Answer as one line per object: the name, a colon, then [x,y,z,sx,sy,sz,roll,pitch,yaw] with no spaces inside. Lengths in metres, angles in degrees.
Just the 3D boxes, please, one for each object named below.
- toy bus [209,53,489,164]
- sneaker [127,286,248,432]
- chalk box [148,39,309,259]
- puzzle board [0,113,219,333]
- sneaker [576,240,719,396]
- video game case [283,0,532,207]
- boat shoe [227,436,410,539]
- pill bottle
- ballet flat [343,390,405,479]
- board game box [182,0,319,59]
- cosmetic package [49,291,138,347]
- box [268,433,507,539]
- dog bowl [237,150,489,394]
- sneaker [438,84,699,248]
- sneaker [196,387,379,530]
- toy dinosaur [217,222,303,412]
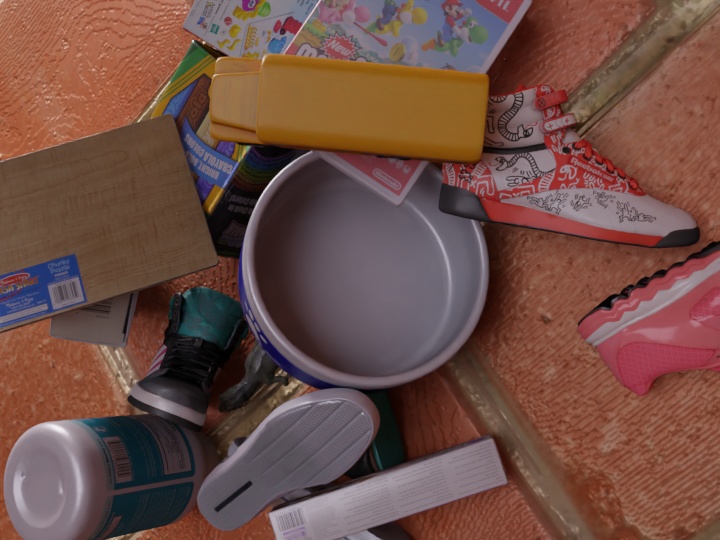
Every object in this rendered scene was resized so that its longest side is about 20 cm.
toy bus: [-0.011,-0.117,0.667,0.199,0.078,0.065,6,96,2]
sneaker: [-0.155,0.077,0.865,0.083,0.200,0.121,24,87,-11]
chalk box: [-0.136,-0.092,0.882,0.124,0.125,0.200,42,106,26]
puzzle board: [-0.240,-0.043,0.803,0.199,0.017,0.151,-18,76,-7]
sneaker: [0.265,0.026,0.676,0.200,0.074,0.087,-32,84,29]
video game case: [0.026,-0.172,0.728,0.143,0.017,0.200,33,85,-3]
boat shoe: [-0.051,0.226,0.841,0.200,0.071,0.070,28,97,23]
pill bottle: [-0.223,0.193,0.867,0.110,0.200,0.111,-3,83,31]
ballet flat: [-0.008,0.094,0.826,0.068,0.068,0.201,-10,80,38]
board game box: [-0.040,-0.209,0.828,0.200,0.103,0.105,34,102,19]
cosmetic package: [-0.261,0.004,0.915,0.200,0.071,0.106,-149,70,-72]
box: [0.023,0.188,0.768,0.199,0.039,0.042,-20,84,3]
dog bowl: [0.000,0.000,0.754,0.199,0.079,0.201,3,75,-13]
sneaker: [0.164,-0.082,0.699,0.201,0.067,0.108,10,99,10]
sneaker: [-0.058,0.143,0.756,0.200,0.071,0.073,-34,98,31]
toy dinosaur: [-0.063,0.056,0.845,0.047,0.088,0.201,36,108,39]
